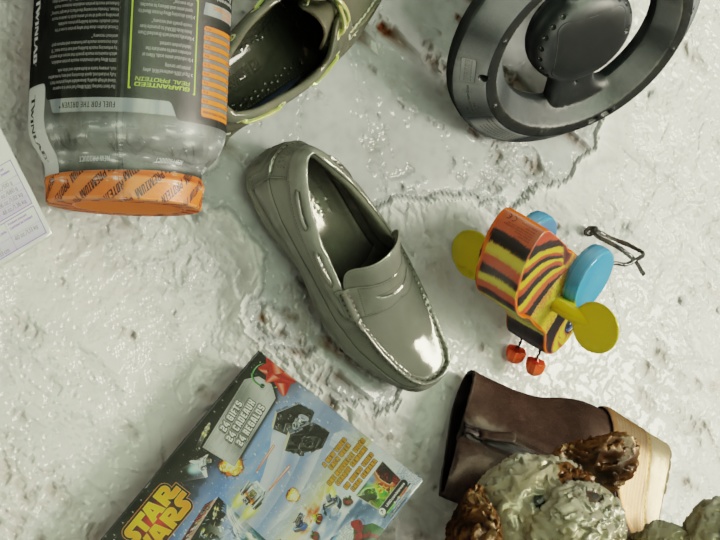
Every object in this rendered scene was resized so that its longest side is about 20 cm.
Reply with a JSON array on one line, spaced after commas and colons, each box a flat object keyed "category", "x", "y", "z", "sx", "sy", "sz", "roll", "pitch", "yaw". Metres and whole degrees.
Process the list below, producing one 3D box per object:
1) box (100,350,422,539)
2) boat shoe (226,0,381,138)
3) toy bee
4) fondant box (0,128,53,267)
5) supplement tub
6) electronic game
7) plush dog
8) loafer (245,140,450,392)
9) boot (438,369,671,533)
[{"category": "box", "x": -0.073, "y": 0.167, "z": 1.497, "sx": 0.137, "sy": 0.040, "sz": 0.200, "roll": 39, "pitch": 65, "yaw": 3}, {"category": "boat shoe", "x": -0.041, "y": -0.155, "z": 1.557, "sx": 0.202, "sy": 0.060, "sz": 0.072, "roll": -43, "pitch": 110, "yaw": -28}, {"category": "toy bee", "x": 0.131, "y": 0.023, "z": 1.637, "sx": 0.200, "sy": 0.131, "sz": 0.109, "roll": 19, "pitch": 101, "yaw": -42}, {"category": "fondant box", "x": -0.269, "y": -0.091, "z": 1.350, "sx": 0.058, "sy": 0.144, "sz": 0.200, "roll": -34, "pitch": 106, "yaw": -30}, {"category": "supplement tub", "x": -0.140, "y": -0.137, "z": 1.453, "sx": 0.122, "sy": 0.122, "sz": 0.200, "roll": 6, "pitch": 83, "yaw": -33}, {"category": "electronic game", "x": 0.148, "y": -0.166, "z": 1.631, "sx": 0.200, "sy": 0.200, "sz": 0.042, "roll": -6, "pitch": 46, "yaw": -34}, {"category": "plush dog", "x": 0.143, "y": 0.191, "z": 1.546, "sx": 0.200, "sy": 0.161, "sz": 0.172, "roll": -20, "pitch": 66, "yaw": -45}, {"category": "loafer", "x": 0.000, "y": 0.000, "z": 1.570, "sx": 0.070, "sy": 0.070, "sz": 0.200, "roll": -49, "pitch": 113, "yaw": -26}, {"category": "boot", "x": 0.126, "y": 0.180, "z": 1.635, "sx": 0.166, "sy": 0.072, "sz": 0.200, "roll": 18, "pitch": 64, "yaw": -17}]
